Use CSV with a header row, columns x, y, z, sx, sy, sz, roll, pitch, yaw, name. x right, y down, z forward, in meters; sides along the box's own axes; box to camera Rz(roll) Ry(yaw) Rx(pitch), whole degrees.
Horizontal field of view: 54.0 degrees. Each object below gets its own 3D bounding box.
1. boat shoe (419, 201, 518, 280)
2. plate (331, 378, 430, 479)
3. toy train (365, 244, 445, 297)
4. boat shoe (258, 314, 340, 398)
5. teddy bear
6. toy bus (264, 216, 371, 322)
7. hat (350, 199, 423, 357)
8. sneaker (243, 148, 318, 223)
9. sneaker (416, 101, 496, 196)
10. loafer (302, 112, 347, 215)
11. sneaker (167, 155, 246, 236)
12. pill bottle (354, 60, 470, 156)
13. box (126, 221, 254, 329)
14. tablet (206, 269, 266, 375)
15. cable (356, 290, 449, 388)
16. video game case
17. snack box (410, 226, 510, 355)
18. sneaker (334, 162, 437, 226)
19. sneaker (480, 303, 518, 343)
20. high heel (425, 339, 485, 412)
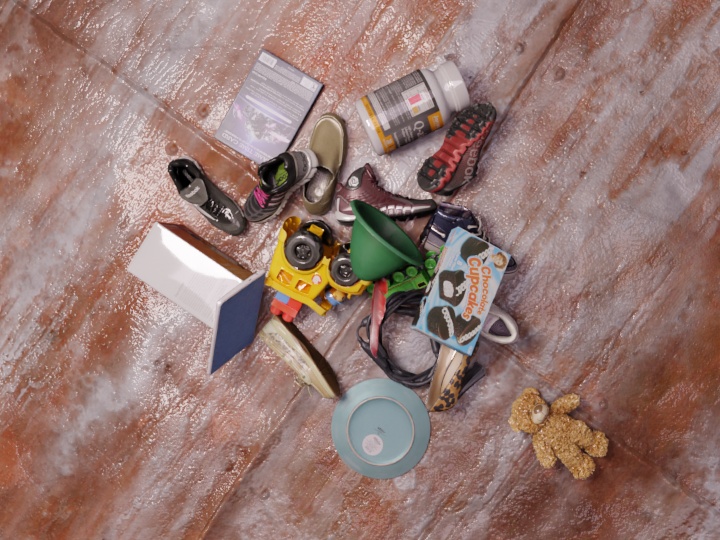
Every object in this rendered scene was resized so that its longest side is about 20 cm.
x,y,z,sx,sy,sz,roll,pitch,yaw,name
0.215,-0.057,1.331,0.198,0.075,0.093,21,129,3,boat shoe
0.040,0.315,1.393,0.198,0.026,0.202,0,91,3,plate
0.099,0.011,1.349,0.199,0.042,0.057,-24,114,25,toy train
-0.117,0.177,1.381,0.063,0.073,0.200,-42,78,10,boat shoe
0.382,0.310,1.350,0.145,0.067,0.201,-36,90,1,teddy bear
-0.085,0.019,1.349,0.199,0.136,0.193,26,106,0,toy bus
0.000,0.000,1.253,0.165,0.200,0.176,31,109,-26,hat
-0.171,-0.161,1.334,0.200,0.087,0.074,-38,70,32,sneaker
0.194,-0.223,1.335,0.201,0.098,0.071,-54,49,9,sneaker
-0.069,-0.207,1.365,0.075,0.067,0.202,7,92,3,loafer
-0.305,-0.142,1.369,0.066,0.090,0.200,-43,88,10,sneaker
0.098,-0.308,1.328,0.199,0.116,0.117,-25,90,5,pill bottle
-0.311,0.007,1.344,0.199,0.152,0.107,34,94,2,box
-0.231,0.097,1.311,0.014,0.130,0.201,33,133,17,tablet
0.098,0.136,1.367,0.163,0.051,0.200,-44,103,-2,cable
-0.182,-0.314,1.395,0.142,0.019,0.201,30,94,3,video game case
0.181,0.037,1.271,0.115,0.037,0.201,26,78,-11,snack box
0.045,-0.154,1.359,0.198,0.076,0.117,-6,84,1,sneaker
0.219,0.071,1.338,0.199,0.100,0.075,32,95,4,sneaker
0.154,0.164,1.312,0.142,0.071,0.201,-35,118,-21,high heel
